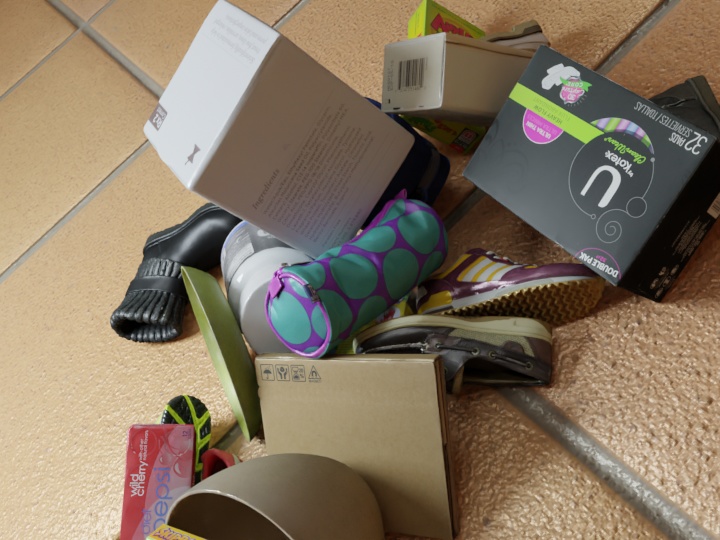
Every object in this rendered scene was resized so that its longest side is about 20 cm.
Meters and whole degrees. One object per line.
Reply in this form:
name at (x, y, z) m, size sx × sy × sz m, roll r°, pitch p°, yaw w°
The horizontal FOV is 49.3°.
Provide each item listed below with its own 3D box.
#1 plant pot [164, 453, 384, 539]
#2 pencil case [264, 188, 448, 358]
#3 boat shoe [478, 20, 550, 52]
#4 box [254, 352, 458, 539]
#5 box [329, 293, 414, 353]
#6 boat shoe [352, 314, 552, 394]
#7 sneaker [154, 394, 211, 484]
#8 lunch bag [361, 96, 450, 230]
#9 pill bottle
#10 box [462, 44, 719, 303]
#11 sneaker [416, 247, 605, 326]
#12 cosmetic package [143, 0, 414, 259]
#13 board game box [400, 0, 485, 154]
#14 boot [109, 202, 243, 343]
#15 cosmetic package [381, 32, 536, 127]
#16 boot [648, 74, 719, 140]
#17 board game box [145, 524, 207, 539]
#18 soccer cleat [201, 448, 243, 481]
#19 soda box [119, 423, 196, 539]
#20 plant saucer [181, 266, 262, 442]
plant pot at (-0.054, 0.240, 0.682) m, size 0.197 × 0.205 × 0.134 m, roll 3°, pitch 24°, yaw 34°
pencil case at (0.000, 0.000, 0.775) m, size 0.199 × 0.094 × 0.085 m, roll -33°, pitch 2°, yaw -40°
boat shoe at (0.168, -0.244, 0.959) m, size 0.198 × 0.069 × 0.075 m, roll -31°, pitch -6°, yaw -28°
box at (-0.008, 0.161, 0.738) m, size 0.196 × 0.168 × 0.021 m, roll -3°, pitch 8°, yaw 29°
box at (-0.005, 0.111, 0.840) m, size 0.115 × 0.048 × 0.204 m, roll -5°, pitch 55°, yaw 30°
boat shoe at (0.089, 0.084, 0.756) m, size 0.195 × 0.074 × 0.066 m, roll -5°, pitch 57°, yaw 7°
sneaker at (-0.207, 0.243, 0.856) m, size 0.076 × 0.074 × 0.204 m, roll -40°, pitch 36°, yaw 53°
lunch bag at (0.016, -0.122, 0.954) m, size 0.137 × 0.131 × 0.200 m, roll -57°, pitch 41°, yaw 6°
pill bottle at (-0.097, 0.017, 0.886) m, size 0.113 × 0.115 × 0.200 m, roll -36°, pitch 24°, yaw 1°
box at (0.227, -0.092, 0.746) m, size 0.200 × 0.123 × 0.150 m, roll 42°, pitch 107°, yaw 36°
sneaker at (0.147, 0.010, 0.805) m, size 0.196 × 0.075 × 0.092 m, roll -13°, pitch 49°, yaw 21°
cosmetic package at (-0.086, -0.140, 0.816) m, size 0.167 × 0.198 × 0.165 m, roll -56°, pitch 41°, yaw 7°
board game box at (0.110, -0.257, 1.025) m, size 0.048 × 0.100 × 0.203 m, roll -45°, pitch 30°, yaw 46°
boot at (-0.231, 0.006, 1.044) m, size 0.208 × 0.080 × 0.160 m, roll -23°, pitch 37°, yaw 30°
cosmetic package at (0.129, -0.196, 0.839) m, size 0.103 × 0.197 × 0.075 m, roll 11°, pitch 100°, yaw 52°
boot at (0.281, -0.121, 0.830) m, size 0.196 × 0.073 × 0.184 m, roll -14°, pitch 35°, yaw 15°
board game box at (-0.119, 0.315, 0.660) m, size 0.094 × 0.205 × 0.030 m, roll 4°, pitch 20°, yaw 35°
soccer cleat at (-0.138, 0.274, 0.768) m, size 0.067 × 0.074 × 0.203 m, roll -19°, pitch 46°, yaw 17°
soda box at (-0.199, 0.256, 0.767) m, size 0.068 × 0.064 × 0.205 m, roll 2°, pitch 73°, yaw -10°
plant saucer at (-0.146, 0.086, 0.855) m, size 0.031 × 0.203 × 0.200 m, roll -21°, pitch 41°, yaw -16°
